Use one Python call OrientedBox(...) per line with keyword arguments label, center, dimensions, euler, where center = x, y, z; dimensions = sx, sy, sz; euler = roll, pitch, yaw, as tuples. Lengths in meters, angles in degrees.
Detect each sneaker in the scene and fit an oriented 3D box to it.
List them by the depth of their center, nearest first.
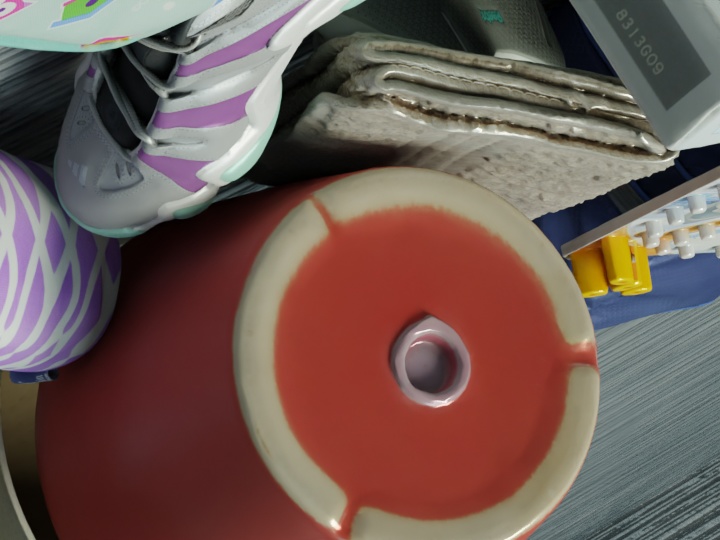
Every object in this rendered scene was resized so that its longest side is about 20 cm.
OrientedBox(label="sneaker", center=(-0.070, -0.087, 0.847), dimensions=(0.200, 0.078, 0.140), euler=(-51, 158, 25))
OrientedBox(label="sneaker", center=(0.014, -0.089, 1.021), dimensions=(0.080, 0.071, 0.200), euler=(-27, 166, 20))

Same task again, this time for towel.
OrientedBox(label="towel", center=(0.031, -0.048, 0.984), dimensions=(0.132, 0.035, 0.200), euler=(10, 171, -12))

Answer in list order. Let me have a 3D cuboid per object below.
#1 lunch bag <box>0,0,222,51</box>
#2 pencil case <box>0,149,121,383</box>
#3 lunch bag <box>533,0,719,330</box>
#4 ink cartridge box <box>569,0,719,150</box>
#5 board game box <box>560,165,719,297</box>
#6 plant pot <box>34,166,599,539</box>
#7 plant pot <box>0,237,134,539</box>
OrientedBox(label="lunch bag", center=(-0.048, -0.143, 0.681), dimensions=(0.200, 0.077, 0.160), euler=(-39, 163, 23))
OrientedBox(label="pencil case", center=(-0.157, -0.007, 0.909), dimensions=(0.085, 0.085, 0.200), euler=(7, 177, 19))
OrientedBox(label="lunch bag", center=(0.142, -0.066, 1.236), dimensions=(0.132, 0.136, 0.199), euler=(-43, 161, 34))
OrientedBox(label="ink cartridge box", center=(0.130, -0.129, 0.945), dimensions=(0.047, 0.161, 0.199), euler=(-41, 164, 34))
OrientedBox(label="board game box", center=(0.216, -0.025, 1.090), dimensions=(0.199, 0.026, 0.200), euler=(-2, 168, -26))
OrientedBox(label="plant pot", center=(-0.008, 0.051, 0.983), dimensions=(0.200, 0.201, 0.177), euler=(-26, 177, -25))
OrientedBox(label="plant pot", center=(-0.151, 0.106, 1.146), dimensions=(0.199, 0.189, 0.187), euler=(-24, 174, 37))
